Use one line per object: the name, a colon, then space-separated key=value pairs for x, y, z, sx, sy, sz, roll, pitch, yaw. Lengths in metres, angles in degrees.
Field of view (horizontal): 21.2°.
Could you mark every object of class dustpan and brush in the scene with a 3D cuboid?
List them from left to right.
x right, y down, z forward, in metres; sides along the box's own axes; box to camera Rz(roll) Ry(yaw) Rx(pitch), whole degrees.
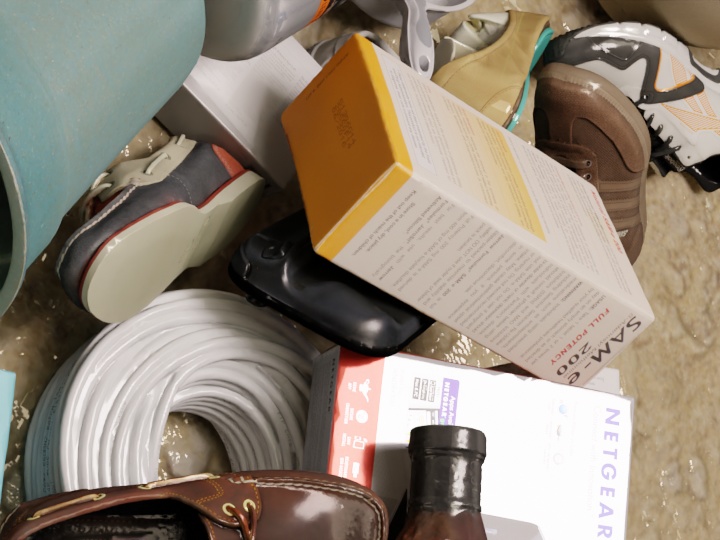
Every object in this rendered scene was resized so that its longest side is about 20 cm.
dustpan and brush: x=0.025 y=-0.179 z=1.178 sx=0.139 sy=0.057 sz=0.201 roll=27 pitch=48 yaw=-29

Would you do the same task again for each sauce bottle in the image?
sauce bottle: x=0.040 y=0.179 z=0.968 sx=0.066 sy=0.066 sz=0.202 roll=15 pitch=73 yaw=-35

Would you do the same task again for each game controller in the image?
game controller: x=0.000 y=0.000 z=1.093 sx=0.104 sy=0.042 sz=0.200 roll=37 pitch=22 yaw=8

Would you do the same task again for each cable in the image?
cable: x=-0.087 y=0.110 z=1.051 sx=0.200 sy=0.069 sz=0.201 roll=-46 pitch=108 yaw=-34

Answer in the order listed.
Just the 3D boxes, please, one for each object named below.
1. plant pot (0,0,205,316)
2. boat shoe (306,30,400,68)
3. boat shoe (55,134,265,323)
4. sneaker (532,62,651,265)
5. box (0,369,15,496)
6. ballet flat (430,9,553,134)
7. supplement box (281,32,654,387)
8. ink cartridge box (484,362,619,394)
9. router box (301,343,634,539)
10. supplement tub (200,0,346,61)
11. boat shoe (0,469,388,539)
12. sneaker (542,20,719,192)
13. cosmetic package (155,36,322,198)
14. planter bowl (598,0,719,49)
plant pot: x=-0.188 y=-0.104 z=0.952 sx=0.201 sy=0.200 sz=0.196 roll=55 pitch=46 yaw=-14
boat shoe: x=0.041 y=-0.066 z=1.194 sx=0.072 sy=0.066 sz=0.201 roll=-46 pitch=108 yaw=-36
boat shoe: x=-0.115 y=-0.029 z=1.022 sx=0.062 sy=0.071 sz=0.200 roll=34 pitch=24 yaw=7
sneaker: x=0.144 y=-0.046 z=1.221 sx=0.076 sy=0.070 sz=0.200 roll=-62 pitch=150 yaw=-24
box: x=-0.227 y=0.143 z=0.944 sx=0.082 sy=0.049 sz=0.202 roll=15 pitch=70 yaw=-35
ballet flat: x=0.080 y=-0.133 z=1.207 sx=0.063 sy=0.069 sz=0.200 roll=33 pitch=21 yaw=-3
supplement box: x=0.059 y=-0.029 z=1.075 sx=0.199 sy=0.074 sz=0.126 roll=29 pitch=28 yaw=-31
ink cartridge box: x=0.095 y=0.161 z=1.152 sx=0.067 sy=0.115 sz=0.202 roll=11 pitch=73 yaw=-35
router box: x=0.054 y=0.153 z=1.042 sx=0.178 sy=0.049 sz=0.202 roll=11 pitch=74 yaw=-18
supplement tub: x=-0.028 y=-0.209 z=1.068 sx=0.200 sy=0.122 sz=0.123 roll=-38 pitch=103 yaw=-35
boat shoe: x=-0.079 y=0.136 z=0.946 sx=0.198 sy=0.070 sz=0.071 roll=-6 pitch=83 yaw=-12
sneaker: x=0.206 y=-0.113 z=1.333 sx=0.199 sy=0.073 sz=0.081 roll=18 pitch=71 yaw=-34
cosmetic package: x=-0.104 y=-0.138 z=1.106 sx=0.200 sy=0.050 sz=0.083 roll=46 pitch=58 yaw=-21
planter bowl: x=0.237 y=-0.236 z=1.338 sx=0.199 sy=0.134 sz=0.202 roll=17 pitch=61 yaw=-32
